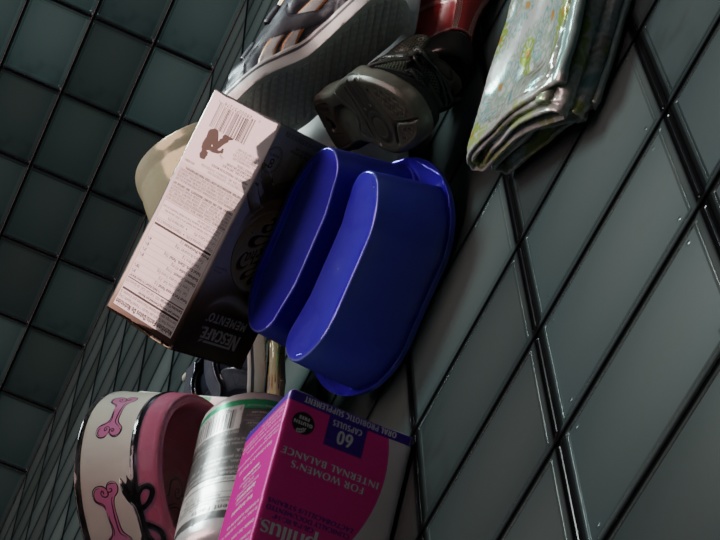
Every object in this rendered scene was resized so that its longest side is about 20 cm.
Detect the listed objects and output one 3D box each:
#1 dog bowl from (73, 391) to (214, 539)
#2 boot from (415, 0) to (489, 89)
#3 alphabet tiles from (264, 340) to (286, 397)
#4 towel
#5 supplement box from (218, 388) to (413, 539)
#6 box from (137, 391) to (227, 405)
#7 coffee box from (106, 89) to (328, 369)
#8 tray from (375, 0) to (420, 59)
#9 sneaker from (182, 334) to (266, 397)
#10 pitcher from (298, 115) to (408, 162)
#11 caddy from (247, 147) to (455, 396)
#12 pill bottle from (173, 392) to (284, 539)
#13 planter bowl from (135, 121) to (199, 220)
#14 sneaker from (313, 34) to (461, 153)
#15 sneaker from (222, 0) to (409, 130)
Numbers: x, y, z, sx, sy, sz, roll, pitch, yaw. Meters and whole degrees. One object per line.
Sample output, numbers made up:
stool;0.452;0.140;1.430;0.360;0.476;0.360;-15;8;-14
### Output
dog bowl;-0.156;0.192;1.606;0.073;0.201;0.201;-15;39;22
boot;0.050;-0.187;1.718;0.200;0.072;0.145;-41;31;58
alphabet tiles;-0.077;0.114;1.688;0.168;0.007;0.201;-95;9;-50
towel;0.140;-0.176;1.356;0.171;0.048;0.202;-35;35;67
supplement box;-0.044;0.203;1.352;0.103;0.100;0.201;133;155;-57
box;-0.163;0.213;1.751;0.144;0.036;0.202;-1;77;43
coffee box;-0.109;-0.031;1.569;0.113;0.079;0.201;20;-83;-61
tray;0.007;-0.226;1.748;0.200;0.022;0.108;145;137;-61
sneaker;-0.131;0.114;1.814;0.201;0.079;0.079;101;170;-47
pitcher;-0.041;-0.074;1.695;0.201;0.170;0.122;-90;-16;-54
caddy;0.000;0.000;1.521;0.141;0.104;0.201;34;102;52
pill bottle;-0.089;0.204;1.513;0.201;0.112;0.113;-81;18;-46
planter bowl;-0.132;-0.057;2.045;0.200;0.199;0.136;-51;47;52
sneaker;0.039;-0.149;1.555;0.114;0.077;0.199;-33;9;-12
sneaker;-0.053;-0.187;1.651;0.199;0.079;0.080;-37;49;2
